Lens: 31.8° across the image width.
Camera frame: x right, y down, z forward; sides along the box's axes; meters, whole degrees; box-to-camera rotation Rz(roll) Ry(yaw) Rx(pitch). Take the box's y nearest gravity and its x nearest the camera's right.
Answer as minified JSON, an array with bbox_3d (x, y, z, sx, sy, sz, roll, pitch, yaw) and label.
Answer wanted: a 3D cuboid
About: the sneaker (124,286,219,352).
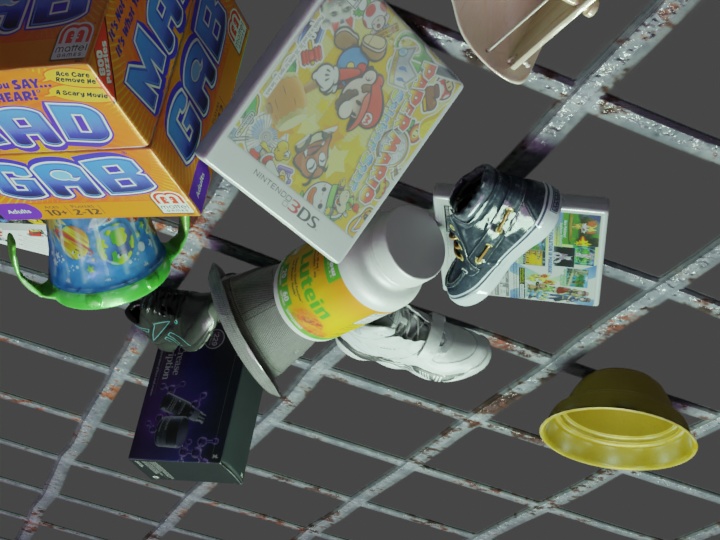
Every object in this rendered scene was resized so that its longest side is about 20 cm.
[{"bbox_3d":[-0.239,0.059,1.612,0.079,0.076,0.199,34,153,-22],"label":"sneaker"}]

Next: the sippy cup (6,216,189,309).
[{"bbox_3d":[-0.283,-0.048,1.370,0.138,0.178,0.132,8,123,30],"label":"sippy cup"}]

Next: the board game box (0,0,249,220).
[{"bbox_3d":[-0.236,-0.180,1.048,0.197,0.202,0.200,-1,150,21],"label":"board game box"}]

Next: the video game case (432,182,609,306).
[{"bbox_3d":[0.173,-0.025,1.370,0.180,0.022,0.201,6,151,11],"label":"video game case"}]

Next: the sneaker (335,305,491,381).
[{"bbox_3d":[0.062,0.074,1.534,0.197,0.076,0.115,10,155,9],"label":"sneaker"}]

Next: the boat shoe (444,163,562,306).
[{"bbox_3d":[0.115,-0.039,1.280,0.090,0.072,0.200,21,143,-15],"label":"boat shoe"}]

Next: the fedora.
[{"bbox_3d":[-0.107,0.056,1.519,0.089,0.178,0.200,-27,163,2],"label":"fedora"}]

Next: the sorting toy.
[{"bbox_3d":[0.110,-0.257,0.898,0.179,0.108,0.200,29,148,-17],"label":"sorting toy"}]

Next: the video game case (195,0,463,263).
[{"bbox_3d":[-0.021,-0.132,1.086,0.182,0.201,0.023,37,177,-40],"label":"video game case"}]

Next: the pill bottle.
[{"bbox_3d":[0.000,0.000,1.385,0.110,0.112,0.199,27,148,-27],"label":"pill bottle"}]

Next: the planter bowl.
[{"bbox_3d":[0.332,0.180,1.620,0.197,0.084,0.201,8,151,4],"label":"planter bowl"}]

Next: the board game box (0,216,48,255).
[{"bbox_3d":[-0.378,-0.062,1.493,0.197,0.035,0.127,15,151,-6],"label":"board game box"}]

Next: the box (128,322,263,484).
[{"bbox_3d":[-0.211,0.174,1.688,0.139,0.202,0.079,0,150,19],"label":"box"}]
